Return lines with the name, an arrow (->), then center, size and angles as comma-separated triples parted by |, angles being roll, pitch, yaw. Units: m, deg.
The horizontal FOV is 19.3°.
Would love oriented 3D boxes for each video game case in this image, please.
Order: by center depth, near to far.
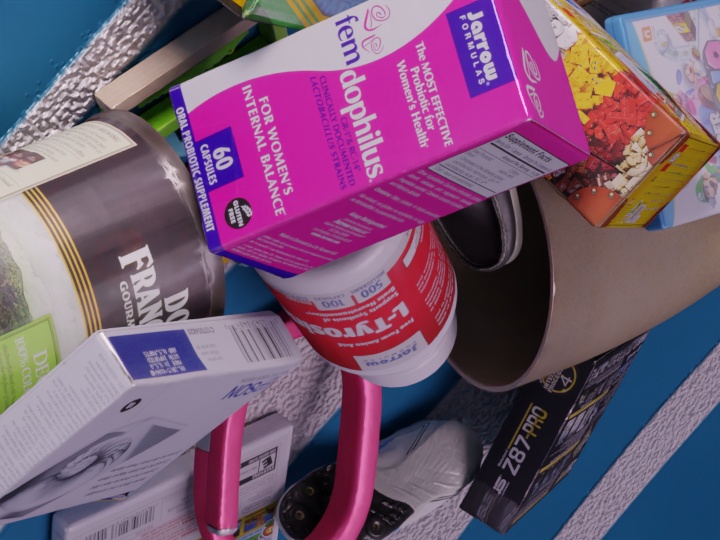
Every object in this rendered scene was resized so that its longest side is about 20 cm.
video game case -> 0.251, -0.115, 1.458 | 0.199, 0.018, 0.144 | -15, 95, -41
video game case -> -0.140, 0.209, 1.538 | 0.199, 0.023, 0.183 | -23, 137, -36

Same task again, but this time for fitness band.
fitness band -> -0.049, 0.124, 1.501 | 0.143, 0.037, 0.202 | -2, 103, -37

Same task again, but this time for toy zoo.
toy zoo -> -0.089, -0.070, 1.336 | 0.131, 0.020, 0.201 | -36, 143, -21

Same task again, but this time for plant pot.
plant pot -> 0.164, -0.023, 1.484 | 0.199, 0.188, 0.188 | -8, 129, -28

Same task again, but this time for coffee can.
coffee can -> -0.197, 0.012, 1.182 | 0.199, 0.146, 0.147 | -25, 138, -31

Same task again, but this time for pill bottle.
pill bottle -> 0.000, 0.000, 1.390 | 0.112, 0.112, 0.200 | -45, 150, -7

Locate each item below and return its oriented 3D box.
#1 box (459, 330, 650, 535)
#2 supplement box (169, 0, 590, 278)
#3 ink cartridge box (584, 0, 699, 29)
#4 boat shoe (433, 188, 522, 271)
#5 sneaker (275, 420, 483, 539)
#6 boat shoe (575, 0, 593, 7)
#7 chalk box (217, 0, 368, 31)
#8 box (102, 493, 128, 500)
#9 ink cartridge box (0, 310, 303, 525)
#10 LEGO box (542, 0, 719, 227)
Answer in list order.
box -> 0.161, 0.113, 1.706 | 0.162, 0.049, 0.200 | -65, 165, 17
supplement box -> 0.010, -0.081, 1.168 | 0.199, 0.102, 0.103 | -22, 163, 19
ink cartridge box -> 0.239, -0.170, 1.557 | 0.146, 0.084, 0.201 | -34, 142, -24
boat shoe -> 0.041, -0.082, 1.358 | 0.068, 0.071, 0.201 | -46, 116, -49
sneaker -> 0.011, 0.169, 1.627 | 0.199, 0.072, 0.072 | -19, 172, -40
boat shoe -> 0.134, -0.217, 1.411 | 0.199, 0.069, 0.074 | -13, 142, -13
chalk box -> -0.010, -0.209, 1.208 | 0.199, 0.124, 0.124 | 4, 119, -51
box -> -0.217, 0.099, 1.300 | 0.199, 0.070, 0.064 | 5, 127, -50
ink cartridge box -> -0.152, 0.097, 1.178 | 0.200, 0.041, 0.199 | -38, 167, 22
LEGO box -> 0.133, -0.103, 1.294 | 0.077, 0.149, 0.200 | -46, 170, 12
